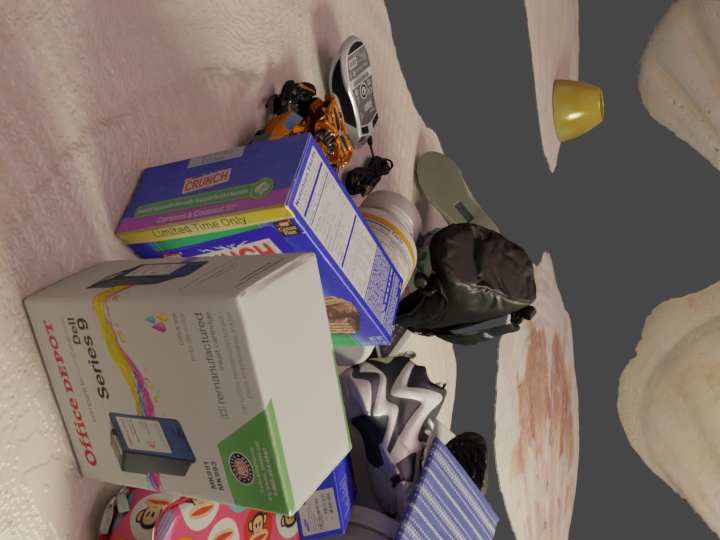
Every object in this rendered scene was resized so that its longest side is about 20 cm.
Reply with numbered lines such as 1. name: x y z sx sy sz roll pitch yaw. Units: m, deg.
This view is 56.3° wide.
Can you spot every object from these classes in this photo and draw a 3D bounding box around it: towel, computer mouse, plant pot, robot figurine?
1. towel: 0.077 0.300 0.694 0.146 0.024 0.201 54 45 -23
2. computer mouse: -0.006 -0.201 0.880 0.110 0.043 0.204 -49 136 -47
3. plant pot: 0.726 -0.537 2.225 0.199 0.139 0.205 9 80 -63
4. robot figurine: -0.064 -0.119 0.738 0.201 0.057 0.147 -61 140 -45

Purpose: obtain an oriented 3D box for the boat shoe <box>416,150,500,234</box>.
1. boat shoe: 0.157 -0.102 1.105 0.203 0.069 0.072 57 -4 16

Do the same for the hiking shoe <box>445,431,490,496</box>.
1. hiking shoe: 0.115 0.302 0.825 0.101 0.074 0.203 56 49 -58

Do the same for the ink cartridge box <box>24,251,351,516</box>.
1. ink cartridge box: -0.119 0.071 0.466 0.087 0.196 0.149 -33 118 -54

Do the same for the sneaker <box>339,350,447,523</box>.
1. sneaker: 0.063 0.185 0.764 0.128 0.079 0.202 -22 82 -31

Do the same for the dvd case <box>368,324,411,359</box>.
1. dvd case: 0.030 0.020 0.947 0.150 0.024 0.204 -44 126 -55

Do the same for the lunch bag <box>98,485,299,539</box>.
1. lunch bag: -0.125 0.231 0.565 0.199 0.080 0.181 7 82 -62

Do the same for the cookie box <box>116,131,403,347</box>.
1. cookie box: -0.077 -0.010 0.587 0.201 0.168 0.076 54 39 -45

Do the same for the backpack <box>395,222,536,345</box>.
1. backpack: 0.120 0.018 0.892 0.164 0.200 0.129 23 65 -17

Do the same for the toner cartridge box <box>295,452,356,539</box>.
1. toner cartridge box: -0.036 0.197 0.681 0.200 0.042 0.097 72 9 -81

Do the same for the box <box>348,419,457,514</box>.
1. box: 0.057 0.277 0.888 0.200 0.104 0.155 47 48 -52

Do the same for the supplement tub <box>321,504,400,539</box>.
1. supplement tub: -0.020 0.365 0.691 0.147 0.143 0.202 65 35 -36

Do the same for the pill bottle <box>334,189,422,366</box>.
1. pill bottle: 0.000 0.000 0.779 0.201 0.111 0.114 -59 137 -39
